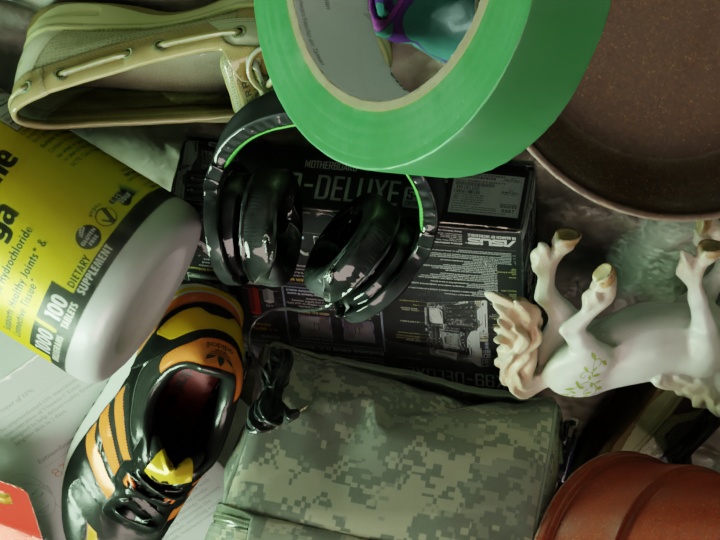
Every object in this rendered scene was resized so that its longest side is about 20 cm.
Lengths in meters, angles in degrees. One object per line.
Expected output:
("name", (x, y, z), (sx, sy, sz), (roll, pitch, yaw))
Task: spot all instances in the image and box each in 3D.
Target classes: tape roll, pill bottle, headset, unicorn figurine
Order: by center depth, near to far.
("tape roll", (0.030, -0.142, 1.099), (0.048, 0.201, 0.200), (3, 154, -40))
("headset", (-0.029, -0.005, 1.302), (0.123, 0.094, 0.200), (17, 135, 0))
("pill bottle", (-0.196, -0.034, 1.338), (0.200, 0.112, 0.113), (31, 143, 8))
("unicorn figurine", (0.169, 0.038, 1.374), (0.200, 0.074, 0.138), (2, 126, 4))

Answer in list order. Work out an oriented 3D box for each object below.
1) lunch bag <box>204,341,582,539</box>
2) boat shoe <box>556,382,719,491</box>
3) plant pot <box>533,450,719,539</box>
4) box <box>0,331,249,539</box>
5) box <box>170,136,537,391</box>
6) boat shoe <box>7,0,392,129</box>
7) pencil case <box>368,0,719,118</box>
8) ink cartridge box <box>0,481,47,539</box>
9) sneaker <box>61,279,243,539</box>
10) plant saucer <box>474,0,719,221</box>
("lunch bag", (0.015, 0.137, 1.416), (0.200, 0.168, 0.139), (12, 176, 2))
("boat shoe", (0.170, 0.114, 1.499), (0.065, 0.073, 0.200), (22, 142, -6))
("plant pot", (0.226, 0.193, 1.352), (0.195, 0.201, 0.201), (-8, 141, 42))
("box", (-0.166, 0.095, 1.510), (0.124, 0.098, 0.200), (-34, 128, 15))
("box", (0.000, 0.000, 1.414), (0.200, 0.050, 0.158), (5, 143, 9))
("boat shoe", (-0.084, -0.101, 1.292), (0.200, 0.063, 0.073), (3, 142, 10))
("pencil case", (0.107, -0.121, 1.199), (0.200, 0.085, 0.093), (20, 98, -13))
("ink cartridge box", (-0.266, 0.166, 1.505), (0.161, 0.050, 0.200), (18, 155, 11))
("sneaker", (-0.120, 0.106, 1.402), (0.070, 0.090, 0.200), (17, 116, -17))
("plant saucer", (0.147, -0.124, 1.144), (0.200, 0.201, 0.037), (20, -175, -12))
